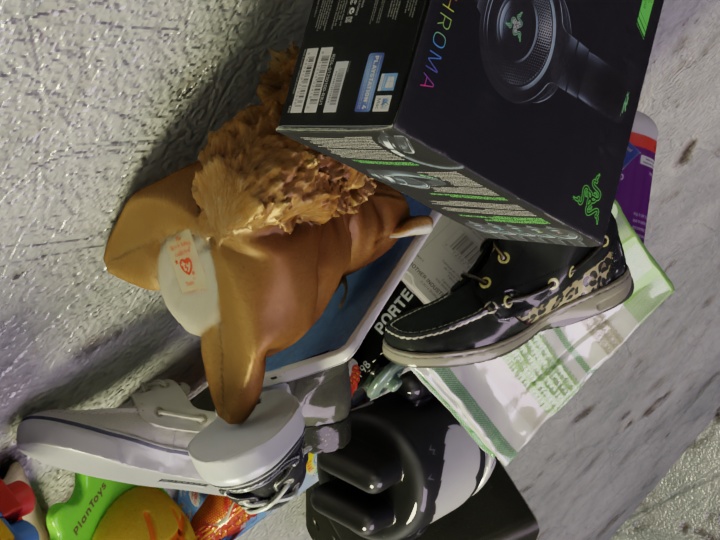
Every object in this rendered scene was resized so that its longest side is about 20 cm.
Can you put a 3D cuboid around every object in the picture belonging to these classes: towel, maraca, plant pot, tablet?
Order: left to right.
[{"bbox_3d":[-0.187,0.219,1.096,0.201,0.106,0.138,70,35,-46],"label":"maraca"},{"bbox_3d":[0.000,0.000,0.990,0.130,0.014,0.200,-20,-151,50],"label":"tablet"},{"bbox_3d":[0.049,0.259,1.483,0.177,0.200,0.200,-25,153,-15],"label":"plant pot"},{"bbox_3d":[0.142,0.041,1.084,0.200,0.031,0.149,-44,127,-3],"label":"towel"}]

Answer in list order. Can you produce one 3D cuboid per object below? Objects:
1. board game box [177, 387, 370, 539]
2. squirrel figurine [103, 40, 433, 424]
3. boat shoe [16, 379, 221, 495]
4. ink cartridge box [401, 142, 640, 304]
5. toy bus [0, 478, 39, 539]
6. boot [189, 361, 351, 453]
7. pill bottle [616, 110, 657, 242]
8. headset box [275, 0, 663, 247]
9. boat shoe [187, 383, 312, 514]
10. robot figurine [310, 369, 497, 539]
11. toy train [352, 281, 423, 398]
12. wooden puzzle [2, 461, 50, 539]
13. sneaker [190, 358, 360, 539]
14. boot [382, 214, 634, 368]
[{"bbox_3d":[-0.078,0.170,1.289,0.199,0.037,0.152,-33,154,-30],"label":"board game box"},{"bbox_3d":[-0.031,-0.039,0.873,0.186,0.142,0.201,-21,146,-43],"label":"squirrel figurine"},{"bbox_3d":[-0.139,0.111,0.993,0.199,0.070,0.071,12,159,-22],"label":"boat shoe"},{"bbox_3d":[0.107,-0.057,1.106,0.200,0.119,0.042,-44,163,-1],"label":"ink cartridge box"},{"bbox_3d":[-0.284,0.206,0.872,0.192,0.136,0.201,-20,147,-52],"label":"toy bus"},{"bbox_3d":[-0.094,0.074,1.062,0.199,0.068,0.132,-7,113,-21],"label":"boot"},{"bbox_3d":[0.179,-0.034,1.174,0.112,0.112,0.202,12,85,-64],"label":"pill bottle"},{"bbox_3d":[0.073,-0.122,0.793,0.199,0.092,0.175,25,77,-43],"label":"headset box"},{"bbox_3d":[-0.063,0.120,0.898,0.071,0.068,0.200,-19,-176,-3],"label":"boat shoe"},{"bbox_3d":[0.043,0.171,1.288,0.150,0.125,0.200,-40,166,36],"label":"robot figurine"},{"bbox_3d":[0.045,0.026,1.204,0.200,0.085,0.114,-53,166,19],"label":"toy train"},{"bbox_3d":[-0.301,0.242,1.012,0.200,0.046,0.186,-36,156,-21],"label":"wooden puzzle"},{"bbox_3d":[-0.080,0.138,1.170,0.200,0.077,0.073,-54,167,1],"label":"sneaker"},{"bbox_3d":[0.097,-0.028,0.986,0.202,0.073,0.155,-18,113,-24],"label":"boot"}]
